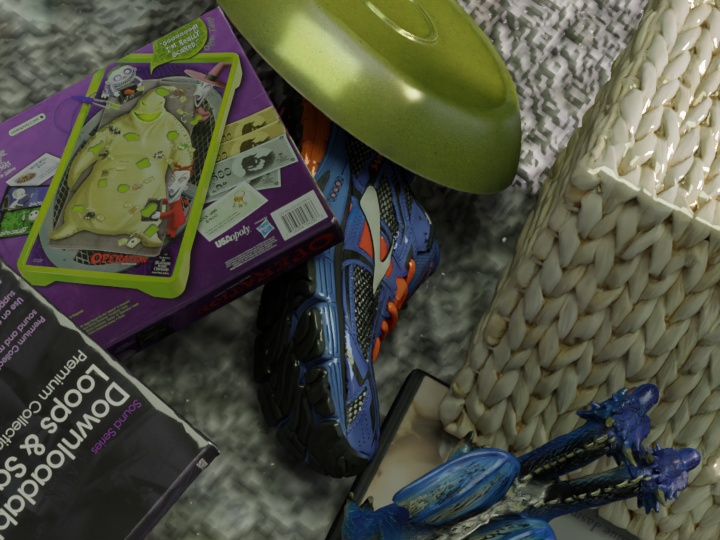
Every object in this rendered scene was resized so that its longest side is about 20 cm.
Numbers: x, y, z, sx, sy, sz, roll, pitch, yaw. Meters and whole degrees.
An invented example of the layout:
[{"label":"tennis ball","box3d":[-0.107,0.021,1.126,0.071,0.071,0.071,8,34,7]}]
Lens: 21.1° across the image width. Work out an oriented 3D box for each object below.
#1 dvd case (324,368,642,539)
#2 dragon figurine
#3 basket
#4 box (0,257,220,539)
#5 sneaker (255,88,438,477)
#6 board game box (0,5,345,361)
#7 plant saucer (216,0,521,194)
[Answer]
[{"label":"dvd case","box3d":[0.046,0.151,0.835,0.142,0.018,0.200,29,54,0]},{"label":"dragon figurine","box3d":[0.041,0.104,0.779,0.200,0.099,0.059,-25,89,-22]},{"label":"basket","box3d":[0.159,-0.009,0.858,0.161,0.198,0.200,28,46,2]},{"label":"box","box3d":[-0.176,0.060,0.769,0.200,0.036,0.143,40,83,7]},{"label":"sneaker","box3d":[0.000,0.000,0.875,0.078,0.075,0.201,11,57,-17]},{"label":"board game box","box3d":[-0.121,-0.017,0.824,0.200,0.032,0.120,-28,71,-1]},{"label":"plant saucer","box3d":[0.007,-0.118,0.924,0.200,0.031,0.200,34,25,-18]}]
